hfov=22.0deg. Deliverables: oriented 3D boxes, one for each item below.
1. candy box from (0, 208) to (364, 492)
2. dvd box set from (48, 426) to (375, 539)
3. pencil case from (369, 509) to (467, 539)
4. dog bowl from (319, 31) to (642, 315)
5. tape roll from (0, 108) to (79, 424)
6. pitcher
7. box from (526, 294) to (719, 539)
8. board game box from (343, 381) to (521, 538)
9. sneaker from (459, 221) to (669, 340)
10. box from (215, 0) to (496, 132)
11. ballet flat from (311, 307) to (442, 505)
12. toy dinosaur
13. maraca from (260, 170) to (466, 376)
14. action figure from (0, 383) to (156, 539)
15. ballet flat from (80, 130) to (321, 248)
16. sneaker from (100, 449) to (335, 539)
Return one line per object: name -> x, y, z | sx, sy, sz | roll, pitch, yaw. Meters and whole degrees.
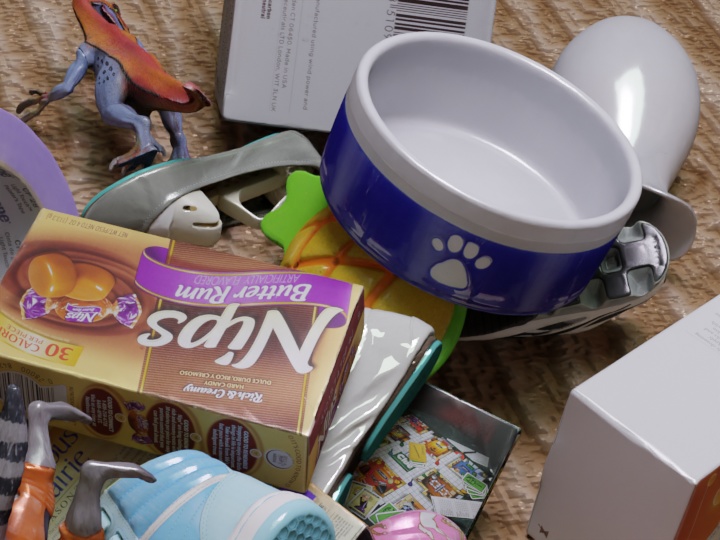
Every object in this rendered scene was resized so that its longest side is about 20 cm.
candy box -> -0.108, 0.043, 1.045 | 0.199, 0.057, 0.117 | 13, 47, 9
dvd box set -> -0.112, 0.146, 1.040 | 0.200, 0.029, 0.146 | 34, 74, 26
pencil case -> 0.050, 0.221, 1.001 | 0.082, 0.087, 0.200 | -20, 46, -8
dog bowl -> 0.077, -0.065, 1.198 | 0.199, 0.079, 0.201 | 17, 36, -13
tape roll -> -0.248, 0.006, 1.084 | 0.085, 0.201, 0.200 | -4, 30, 26
pitcher -> 0.177, -0.102, 1.435 | 0.170, 0.122, 0.201 | 1, 48, 10
box -> 0.212, 0.106, 1.156 | 0.097, 0.125, 0.200 | 37, 44, 28
board game box -> -0.012, 0.100, 1.140 | 0.199, 0.023, 0.105 | 26, 80, 16
sneaker -> 0.116, 0.020, 1.296 | 0.199, 0.089, 0.075 | -6, 69, 6
box -> -0.003, -0.207, 1.412 | 0.199, 0.200, 0.131 | 6, 10, -7
ballet flat -> -0.024, 0.107, 1.092 | 0.069, 0.070, 0.201 | 25, 71, 17
toy dinosaur -> -0.164, -0.152, 1.368 | 0.105, 0.200, 0.182 | 1, 61, -42
maraca -> 0.000, 0.000, 1.233 | 0.137, 0.107, 0.201 | -25, 54, 9
action figure -> -0.204, 0.153, 0.959 | 0.104, 0.194, 0.200 | 36, -5, -42
ballet flat -> -0.103, -0.050, 1.319 | 0.199, 0.068, 0.064 | -22, 57, -35
sneaker -> -0.109, 0.186, 0.964 | 0.130, 0.080, 0.201 | 27, 81, 40
